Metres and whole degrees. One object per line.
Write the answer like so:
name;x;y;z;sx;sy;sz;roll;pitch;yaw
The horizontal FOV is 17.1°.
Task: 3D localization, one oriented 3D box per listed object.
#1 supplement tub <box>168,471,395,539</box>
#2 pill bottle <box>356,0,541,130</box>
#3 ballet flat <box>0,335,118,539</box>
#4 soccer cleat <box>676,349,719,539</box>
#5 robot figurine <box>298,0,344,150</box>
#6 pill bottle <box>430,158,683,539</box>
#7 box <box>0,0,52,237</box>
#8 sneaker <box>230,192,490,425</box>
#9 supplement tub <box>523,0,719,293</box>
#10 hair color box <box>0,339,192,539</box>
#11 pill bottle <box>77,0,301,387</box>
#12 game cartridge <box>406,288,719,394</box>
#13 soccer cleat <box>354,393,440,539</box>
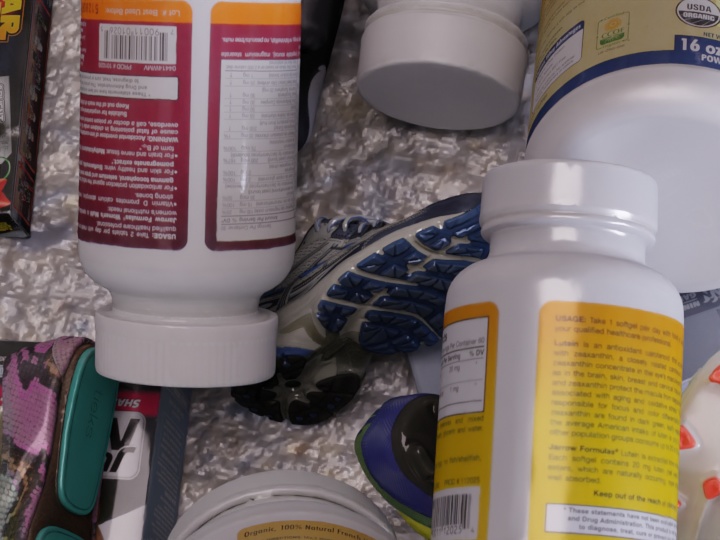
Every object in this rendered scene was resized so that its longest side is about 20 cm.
supplement tub;-0.031;0.199;1.120;0.144;0.145;0.200;-16;30;4
pill bottle;0.054;-0.185;1.309;0.114;0.114;0.200;4;70;12
ballet flat;-0.165;0.128;1.198;0.071;0.069;0.200;-10;63;26
soccer cleat;0.166;0.125;1.144;0.069;0.078;0.200;16;92;10
robot figurine;-0.076;-0.137;1.309;0.150;0.125;0.200;9;72;14
pill bottle;0.092;0.056;1.097;0.111;0.111;0.200;2;78;11
box;-0.251;-0.116;1.380;0.137;0.040;0.200;-1;69;9
sneaker;0.000;0.000;1.231;0.200;0.077;0.085;-33;43;39
supplement tub;0.160;-0.104;1.219;0.144;0.145;0.200;0;46;10
hair color box;-0.153;0.141;1.253;0.099;0.061;0.200;2;70;11
pill bottle;-0.085;-0.048;1.188;0.109;0.110;0.200;3;97;12
game cartridge;0.123;0.030;1.235;0.200;0.041;0.133;-18;43;4
soccer cleat;0.079;0.132;1.190;0.200;0.084;0.065;43;66;-15
